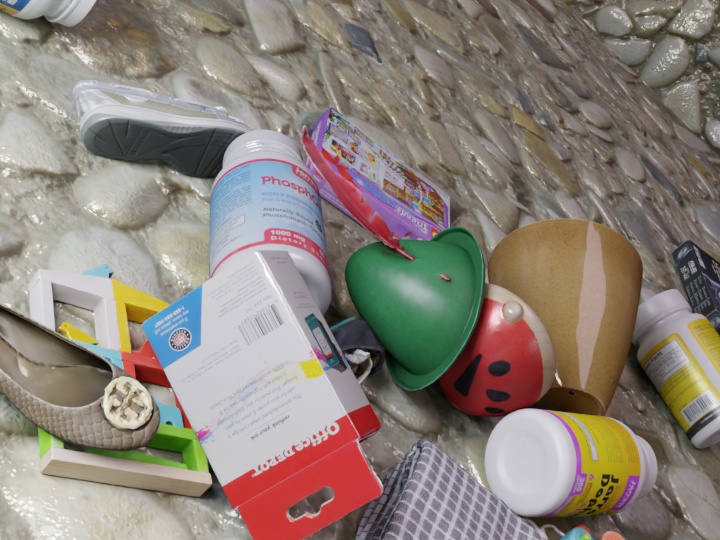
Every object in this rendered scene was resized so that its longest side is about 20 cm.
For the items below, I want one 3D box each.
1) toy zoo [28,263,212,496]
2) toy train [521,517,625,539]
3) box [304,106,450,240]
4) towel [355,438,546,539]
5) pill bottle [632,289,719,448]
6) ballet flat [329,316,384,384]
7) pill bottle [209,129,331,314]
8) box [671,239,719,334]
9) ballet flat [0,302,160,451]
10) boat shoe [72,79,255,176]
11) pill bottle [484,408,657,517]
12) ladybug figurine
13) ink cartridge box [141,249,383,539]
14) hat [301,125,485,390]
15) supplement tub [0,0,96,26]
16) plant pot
[{"bbox_3d":[-0.187,0.073,0.792,0.130,0.020,0.201,20,39,-37],"label":"toy zoo"},{"bbox_3d":[0.227,0.316,0.977,0.149,0.056,0.201,21,38,-37],"label":"toy train"},{"bbox_3d":[0.023,-0.098,1.251,0.199,0.039,0.137,35,30,-18],"label":"box"},{"bbox_3d":[0.075,0.250,0.837,0.165,0.086,0.200,41,30,-5],"label":"towel"},{"bbox_3d":[0.458,0.133,1.436,0.114,0.114,0.201,5,49,-49],"label":"pill bottle"},{"bbox_3d":[-0.039,0.087,0.916,0.073,0.073,0.199,53,28,15],"label":"ballet flat"},{"bbox_3d":[-0.088,-0.040,0.968,0.108,0.109,0.201,26,35,-29],"label":"pill bottle"},{"bbox_3d":[0.640,0.055,1.833,0.160,0.044,0.201,33,32,-22],"label":"box"},{"bbox_3d":[-0.224,0.058,0.703,0.199,0.046,0.068,31,40,-3],"label":"ballet flat"},{"bbox_3d":[-0.184,-0.142,1.013,0.201,0.074,0.065,2,54,-41],"label":"boat shoe"},{"bbox_3d":[0.225,0.201,1.068,0.199,0.104,0.105,12,43,-44],"label":"pill bottle"},{"bbox_3d":[0.124,0.087,1.029,0.135,0.201,0.072,38,64,17],"label":"ladybug figurine"},{"bbox_3d":[-0.066,0.099,0.789,0.201,0.116,0.067,62,15,8],"label":"ink cartridge box"},{"bbox_3d":[0.000,0.000,0.991,0.175,0.167,0.200,24,17,-23],"label":"hat"},{"bbox_3d":[-0.343,-0.325,0.964,0.199,0.145,0.146,19,38,-37],"label":"supplement tub"},{"bbox_3d":[0.231,0.076,1.185,0.186,0.186,0.201,31,46,-22],"label":"plant pot"}]
